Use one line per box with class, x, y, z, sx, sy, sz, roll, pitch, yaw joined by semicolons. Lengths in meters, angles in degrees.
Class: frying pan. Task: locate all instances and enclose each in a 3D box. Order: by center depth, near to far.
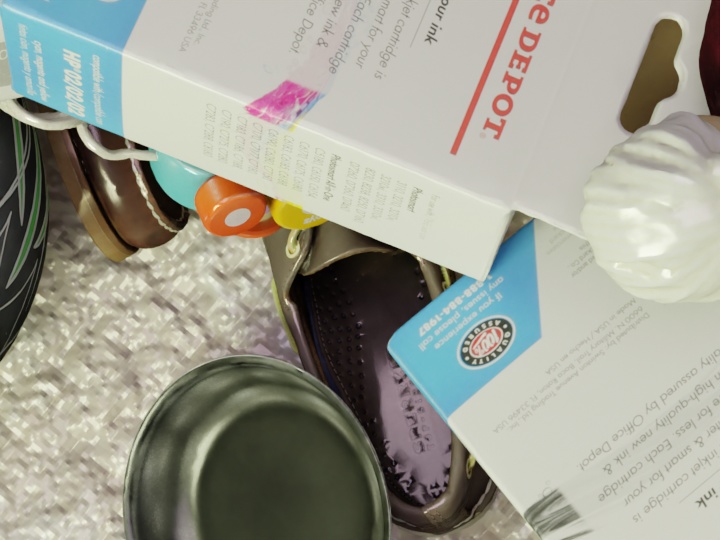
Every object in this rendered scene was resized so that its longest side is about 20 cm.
frying pan;-0.049;0.120;0.859;0.115;0.031;0.190;33;109;27

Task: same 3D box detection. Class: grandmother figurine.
grandmother figurine;0.137;-0.051;0.681;0.200;0.061;0.121;-35;87;-33

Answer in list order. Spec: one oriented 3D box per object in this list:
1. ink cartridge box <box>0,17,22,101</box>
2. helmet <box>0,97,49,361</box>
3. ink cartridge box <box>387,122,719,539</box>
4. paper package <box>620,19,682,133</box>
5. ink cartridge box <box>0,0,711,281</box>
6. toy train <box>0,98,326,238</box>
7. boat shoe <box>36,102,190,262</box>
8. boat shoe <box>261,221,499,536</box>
ink cartridge box;-0.105;-0.152;0.824;0.160;0.050;0.200;-14;56;-23
helmet;-0.205;-0.029;0.843;0.190;0.200;0.201;-11;82;6
ink cartridge box;0.111;0.060;0.692;0.116;0.067;0.200;-39;49;0
paper package;0.152;-0.060;0.820;0.199;0.103;0.191;-8;103;6
ink cartridge box;0.007;-0.076;0.717;0.199;0.068;0.115;22;71;3
toy train;-0.040;-0.088;0.856;0.150;0.056;0.200;27;55;9
boat shoe;-0.094;-0.106;0.896;0.070;0.070;0.201;-18;81;9
boat shoe;0.000;0.000;0.877;0.072;0.060;0.201;-19;81;5
